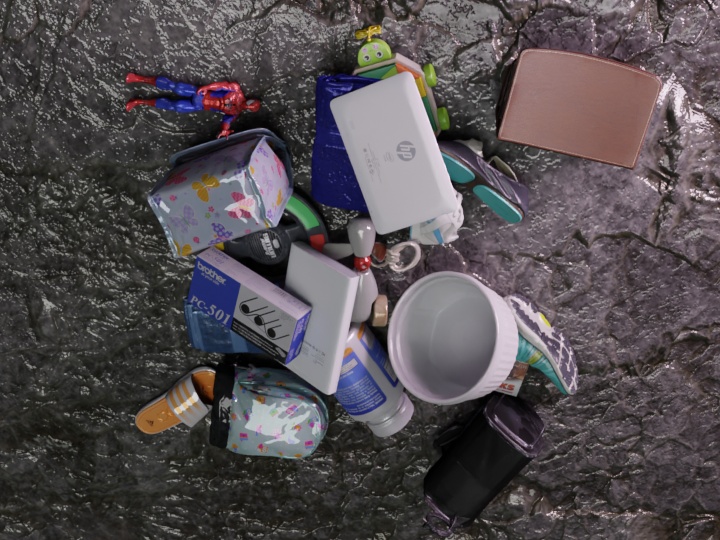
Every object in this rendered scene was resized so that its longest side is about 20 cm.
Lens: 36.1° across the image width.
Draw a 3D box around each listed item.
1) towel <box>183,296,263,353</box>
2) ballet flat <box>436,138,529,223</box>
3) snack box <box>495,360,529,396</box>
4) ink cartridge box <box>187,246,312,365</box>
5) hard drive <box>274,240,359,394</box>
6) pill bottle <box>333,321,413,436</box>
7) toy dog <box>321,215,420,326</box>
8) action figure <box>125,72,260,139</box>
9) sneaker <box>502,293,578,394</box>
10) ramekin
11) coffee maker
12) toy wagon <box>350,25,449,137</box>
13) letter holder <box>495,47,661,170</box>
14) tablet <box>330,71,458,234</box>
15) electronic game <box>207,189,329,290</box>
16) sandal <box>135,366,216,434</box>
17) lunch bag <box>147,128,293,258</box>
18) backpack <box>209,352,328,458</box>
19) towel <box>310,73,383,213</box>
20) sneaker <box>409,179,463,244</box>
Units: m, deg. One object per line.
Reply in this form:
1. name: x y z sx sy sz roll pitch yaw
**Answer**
1. towel: -0.189 0.089 1.821 0.197 0.049 0.113 -1 122 7
2. ballet flat: 0.172 -0.148 1.621 0.199 0.073 0.073 34 120 -19
3. snack box: 0.175 0.150 1.828 0.197 0.024 0.073 15 122 -2
4. ink cartridge box: -0.174 0.054 1.716 0.199 0.044 0.095 31 126 18
5. hard drive: -0.072 0.073 1.706 0.131 0.026 0.203 30 120 35
6. pill bottle: 0.003 0.175 1.813 0.111 0.113 0.201 -25 116 21
7. toy dog: 0.000 0.000 1.717 0.130 0.097 0.202 16 117 -19
8. action figure: -0.245 -0.241 1.596 0.197 0.099 0.066 5 114 0
9. sneaker: 0.280 0.122 1.780 0.079 0.078 0.200 -33 105 37
10. ramekin: 0.151 0.107 1.709 0.199 0.202 0.104 -38 153 26
11. coffee maker: 0.206 0.325 1.833 0.134 0.193 0.201 28 121 -12
12. toy wagon: 0.036 -0.250 1.589 0.153 0.040 0.202 -13 119 14
13. letter holder: 0.299 -0.244 1.527 0.197 0.101 0.144 12 121 -1
14. tablet: 0.046 -0.159 1.525 0.129 0.014 0.202 -16 102 23
15. electronic game: -0.146 -0.046 1.732 0.197 0.042 0.203 3 118 6
16. sandal: -0.315 0.245 1.925 0.206 0.060 0.079 -34 112 24
17. lunch bag: -0.196 -0.125 1.600 0.167 0.201 0.129 -16 111 16
18. backpack: -0.152 0.241 1.862 0.197 0.127 0.169 7 116 -4
19. towel: 0.004 -0.181 1.588 0.145 0.050 0.202 11 123 9
20. sneaker: 0.112 -0.104 1.621 0.079 0.078 0.201 1 156 2
